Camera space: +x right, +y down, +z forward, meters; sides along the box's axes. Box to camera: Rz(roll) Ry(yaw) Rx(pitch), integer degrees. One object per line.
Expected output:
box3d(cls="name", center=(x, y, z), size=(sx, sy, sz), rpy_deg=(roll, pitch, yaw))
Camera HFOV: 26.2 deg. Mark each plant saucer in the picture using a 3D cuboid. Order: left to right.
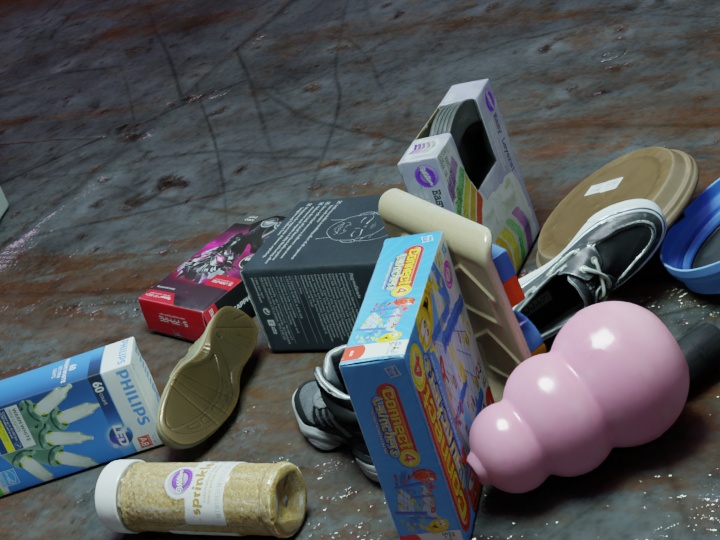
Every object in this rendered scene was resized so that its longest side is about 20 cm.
box3d(cls="plant saucer", center=(0.258, -0.061, 1.596), size=(0.199, 0.030, 0.200), rpy_deg=(-37, 18, 14))

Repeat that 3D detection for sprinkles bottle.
box3d(cls="sprinkles bottle", center=(-0.147, 0.208, 1.412), size=(0.198, 0.069, 0.068), rpy_deg=(-4, 31, 30))

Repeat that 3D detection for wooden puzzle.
box3d(cls="wooden puzzle", center=(0.103, 0.027, 1.421), size=(0.046, 0.201, 0.185), rpy_deg=(-30, 28, -19))

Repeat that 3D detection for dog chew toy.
box3d(cls="dog chew toy", center=(0.177, 0.114, 1.304), size=(0.199, 0.125, 0.125), rpy_deg=(-32, 28, -7))

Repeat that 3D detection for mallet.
box3d(cls="mallet", center=(0.248, 0.071, 1.428), size=(0.066, 0.041, 0.199), rpy_deg=(-39, 27, -27))

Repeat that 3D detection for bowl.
box3d(cls="bowl", center=(0.381, -0.051, 1.483), size=(0.200, 0.039, 0.201), rpy_deg=(-37, 14, 11))

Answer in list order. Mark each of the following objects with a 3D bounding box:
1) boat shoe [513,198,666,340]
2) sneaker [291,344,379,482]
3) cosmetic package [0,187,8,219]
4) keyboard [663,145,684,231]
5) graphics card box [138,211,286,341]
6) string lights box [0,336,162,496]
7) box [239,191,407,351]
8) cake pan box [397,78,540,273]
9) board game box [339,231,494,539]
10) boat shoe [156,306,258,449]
box3d(cls="boat shoe", center=(0.211, 0.008, 1.474), size=(0.199, 0.072, 0.068), rpy_deg=(-33, 19, 6))
box3d(cls="sneaker", center=(-0.014, 0.113, 1.440), size=(0.075, 0.115, 0.200), rpy_deg=(-30, 28, -20))
box3d(cls="cosmetic package", center=(-0.637, -0.122, 2.231), size=(0.163, 0.201, 0.165), rpy_deg=(-15, 26, 12))
box3d(cls="keyboard", center=(0.295, -0.077, 1.633), size=(0.127, 0.021, 0.200), rpy_deg=(-40, 19, 2))
box3d(cls="graphics card box", center=(-0.148, 0.006, 1.810), size=(0.125, 0.051, 0.200), rpy_deg=(9, 38, 46))
box3d(cls="string lights box", center=(-0.308, 0.152, 1.592), size=(0.198, 0.103, 0.059), rpy_deg=(-18, 26, 6))
box3d(cls="box", center=(0.000, 0.000, 1.651), size=(0.198, 0.108, 0.149), rpy_deg=(-4, 31, 32))
box3d(cls="cake pan box", center=(0.115, -0.078, 1.611), size=(0.052, 0.201, 0.184), rpy_deg=(-9, 26, 27))
box3d(cls="board game box", center=(0.055, 0.103, 1.315), size=(0.055, 0.201, 0.196), rpy_deg=(-9, 29, 18))
box3d(cls="boat shoe", center=(-0.166, 0.120, 1.604), size=(0.065, 0.072, 0.201), rpy_deg=(-47, 13, 38))
